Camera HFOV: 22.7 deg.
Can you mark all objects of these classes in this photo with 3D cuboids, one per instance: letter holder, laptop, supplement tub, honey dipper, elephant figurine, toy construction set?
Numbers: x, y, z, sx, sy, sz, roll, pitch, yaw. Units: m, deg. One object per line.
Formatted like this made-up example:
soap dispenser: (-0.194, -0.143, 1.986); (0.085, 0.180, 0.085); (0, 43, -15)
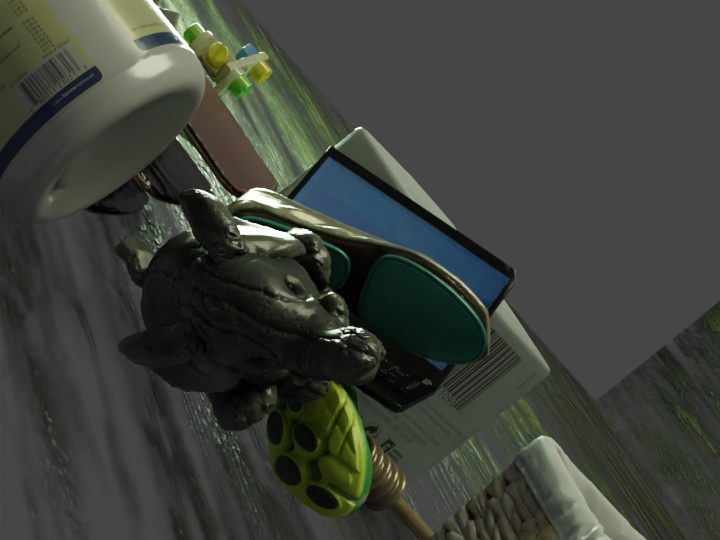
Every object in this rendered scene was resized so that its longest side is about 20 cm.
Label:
letter holder: (-0.145, -0.082, 1.283); (0.143, 0.100, 0.200); (53, 7, 1)
laptop: (0.000, 0.000, 1.245); (0.177, 0.104, 0.200); (34, 8, 10)
supplement tub: (-0.201, -0.145, 1.053); (0.201, 0.145, 0.145); (52, 7, 8)
honey dipper: (0.050, 0.200, 1.346); (0.200, 0.038, 0.038); (50, 6, -29)
elephant figurine: (-0.071, 0.018, 1.052); (0.200, 0.154, 0.143); (64, 10, -83)
toy construction set: (-0.156, -0.158, 1.457); (0.092, 0.131, 0.200); (53, 7, 21)

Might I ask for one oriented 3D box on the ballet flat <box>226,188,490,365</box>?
ballet flat: (0.002, -0.004, 1.186); (0.199, 0.068, 0.062); (27, 27, -2)

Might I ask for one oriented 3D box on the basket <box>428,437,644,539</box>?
basket: (0.128, 0.245, 1.037); (0.200, 0.160, 0.199); (48, 8, -28)

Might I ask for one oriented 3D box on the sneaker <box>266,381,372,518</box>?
sneaker: (-0.027, 0.092, 1.207); (0.083, 0.074, 0.200); (30, 18, -34)

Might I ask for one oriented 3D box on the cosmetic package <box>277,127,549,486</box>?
cosmetic package: (0.016, 0.031, 1.447); (0.165, 0.165, 0.201); (45, 10, -44)
